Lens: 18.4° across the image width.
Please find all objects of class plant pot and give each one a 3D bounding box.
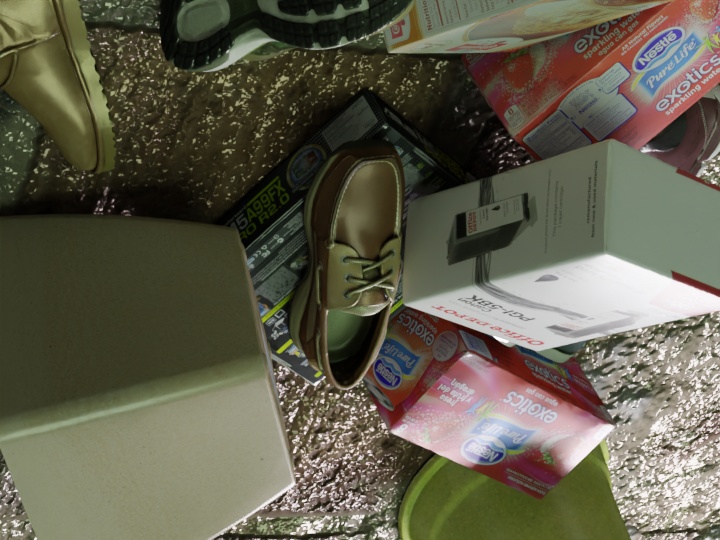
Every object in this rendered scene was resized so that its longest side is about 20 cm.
[{"bbox_3d":[-0.147,0.078,1.523,0.176,0.201,0.200,-14,137,-2],"label":"plant pot"},{"bbox_3d":[0.157,0.251,1.886,0.199,0.185,0.201,-15,137,-15],"label":"plant pot"}]

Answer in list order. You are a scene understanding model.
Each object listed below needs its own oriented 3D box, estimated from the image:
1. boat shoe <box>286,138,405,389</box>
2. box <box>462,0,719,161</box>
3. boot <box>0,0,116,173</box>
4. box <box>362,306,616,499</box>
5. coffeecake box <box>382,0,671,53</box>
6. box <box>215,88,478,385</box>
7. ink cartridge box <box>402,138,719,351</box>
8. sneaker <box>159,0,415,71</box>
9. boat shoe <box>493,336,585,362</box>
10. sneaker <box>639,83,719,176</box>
[{"bbox_3d":[0.000,0.000,1.575,0.075,0.074,0.201,-9,134,-20],"label":"boat shoe"},{"bbox_3d":[0.185,-0.163,1.556,0.200,0.096,0.100,-40,138,13],"label":"box"},{"bbox_3d":[-0.266,-0.111,1.404,0.199,0.066,0.176,-20,125,-11],"label":"boot"},{"bbox_3d":[0.097,0.092,1.762,0.095,0.100,0.200,-45,136,18],"label":"box"},{"bbox_3d":[0.130,-0.197,1.416,0.199,0.074,0.153,-14,177,36],"label":"coffeecake box"},{"bbox_3d":[-0.016,-0.020,1.636,0.200,0.044,0.160,-42,137,14],"label":"box"},{"bbox_3d":[0.147,-0.012,1.553,0.146,0.083,0.199,19,157,-37],"label":"ink cartridge box"},{"bbox_3d":[-0.034,-0.172,1.419,0.088,0.199,0.077,-8,93,-50],"label":"sneaker"},{"bbox_3d":[0.133,0.020,1.719,0.062,0.073,0.200,-36,152,17],"label":"boat shoe"},{"bbox_3d":[0.194,-0.061,1.657,0.115,0.075,0.201,10,107,-54],"label":"sneaker"}]
